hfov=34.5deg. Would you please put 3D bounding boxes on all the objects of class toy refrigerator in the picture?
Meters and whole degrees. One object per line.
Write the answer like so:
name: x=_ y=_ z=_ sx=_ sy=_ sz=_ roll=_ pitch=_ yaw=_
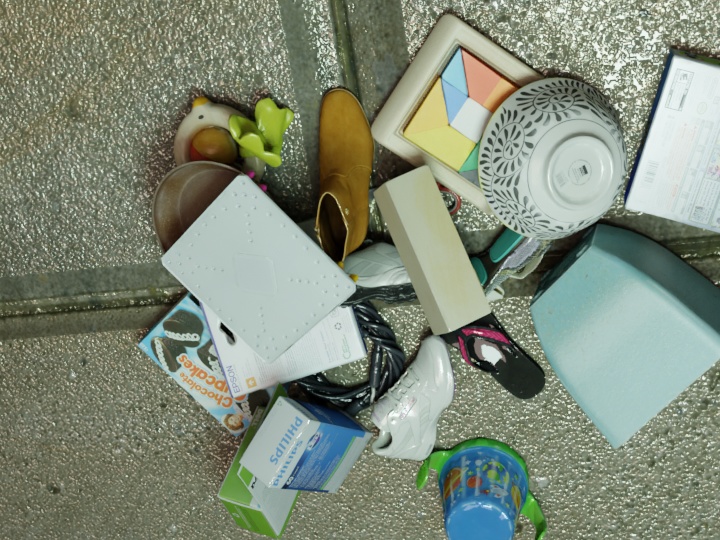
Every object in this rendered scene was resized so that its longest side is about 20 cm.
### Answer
toy refrigerator: x=0.092 y=-0.026 z=1.470 sx=0.069 sy=0.076 sz=0.203 roll=-23 pitch=88 yaw=-13

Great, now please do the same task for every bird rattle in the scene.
bird rattle: x=-0.171 y=-0.142 z=1.528 sx=0.162 sy=0.113 sz=0.202 roll=31 pitch=128 yaw=8

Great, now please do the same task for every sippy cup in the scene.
sippy cup: x=0.171 y=0.330 z=1.636 sx=0.175 sy=0.131 sz=0.142 roll=-6 pitch=113 yaw=11

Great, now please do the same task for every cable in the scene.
cable: x=-0.032 y=0.111 z=1.619 sx=0.162 sy=0.051 sz=0.202 roll=-28 pitch=106 yaw=19

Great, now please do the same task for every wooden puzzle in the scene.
wooden puzzle: x=0.138 y=-0.192 z=1.459 sx=0.198 sy=0.037 sz=0.186 roll=33 pitch=110 yaw=-5

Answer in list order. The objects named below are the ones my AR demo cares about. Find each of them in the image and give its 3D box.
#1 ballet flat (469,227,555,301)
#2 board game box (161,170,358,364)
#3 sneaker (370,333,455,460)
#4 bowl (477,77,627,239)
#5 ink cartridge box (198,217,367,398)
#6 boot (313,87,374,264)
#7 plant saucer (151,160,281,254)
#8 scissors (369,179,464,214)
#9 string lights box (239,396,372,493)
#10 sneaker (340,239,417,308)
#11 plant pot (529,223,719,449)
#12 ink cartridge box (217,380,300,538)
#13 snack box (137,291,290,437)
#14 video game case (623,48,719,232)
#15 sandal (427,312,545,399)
ballet flat: x=0.180 y=0.002 z=1.530 sx=0.072 sy=0.072 sz=0.200 roll=44 pitch=114 yaw=-11
board game box: x=-0.128 y=-0.001 z=1.464 sx=0.200 sy=0.026 sz=0.200 roll=44 pitch=128 yaw=-7
sneaker: x=0.071 y=0.181 z=1.603 sx=0.098 sy=0.075 sz=0.203 roll=2 pitch=117 yaw=-24
bowl: x=0.250 y=-0.127 z=1.405 sx=0.197 sy=0.094 sz=0.205 roll=-3 pitch=105 yaw=-13
ink cartridge box: x=-0.111 y=0.050 z=1.572 sx=0.197 sy=0.043 sz=0.200 roll=-17 pitch=96 yaw=8
boot: x=-0.025 y=-0.120 z=1.460 sx=0.069 sy=0.144 sz=0.205 roll=-5 pitch=105 yaw=13
plant saucer: x=-0.173 y=-0.056 z=1.486 sx=0.197 sy=0.037 sz=0.203 roll=11 pitch=124 yaw=17
scissors: x=0.043 y=-0.113 z=1.531 sx=0.196 sy=0.014 sz=0.074 roll=4 pitch=115 yaw=10
string lights box: x=-0.068 y=0.235 z=1.539 sx=0.059 sy=0.200 sz=0.104 roll=34 pitch=93 yaw=27
sneaker: x=0.000 y=0.000 z=1.524 sx=0.197 sy=0.081 sz=0.074 roll=-2 pitch=155 yaw=-21
plant pot: x=0.325 y=0.059 z=1.467 sx=0.200 sy=0.196 sz=0.196 roll=42 pitch=114 yaw=0
ink cartridge box: x=-0.139 y=0.254 z=1.597 sx=0.075 sy=0.149 sz=0.201 roll=10 pitch=148 yaw=23
snack box: x=-0.209 y=0.133 z=1.665 sx=0.200 sy=0.037 sz=0.116 roll=44 pitch=113 yaw=-11
video game case: x=0.440 y=-0.152 z=1.427 sx=0.178 sy=0.046 sz=0.203 roll=15 pitch=115 yaw=4
sandal: x=0.175 y=0.108 z=1.585 sx=0.199 sy=0.045 sz=0.075 roll=40 pitch=114 yaw=-9
